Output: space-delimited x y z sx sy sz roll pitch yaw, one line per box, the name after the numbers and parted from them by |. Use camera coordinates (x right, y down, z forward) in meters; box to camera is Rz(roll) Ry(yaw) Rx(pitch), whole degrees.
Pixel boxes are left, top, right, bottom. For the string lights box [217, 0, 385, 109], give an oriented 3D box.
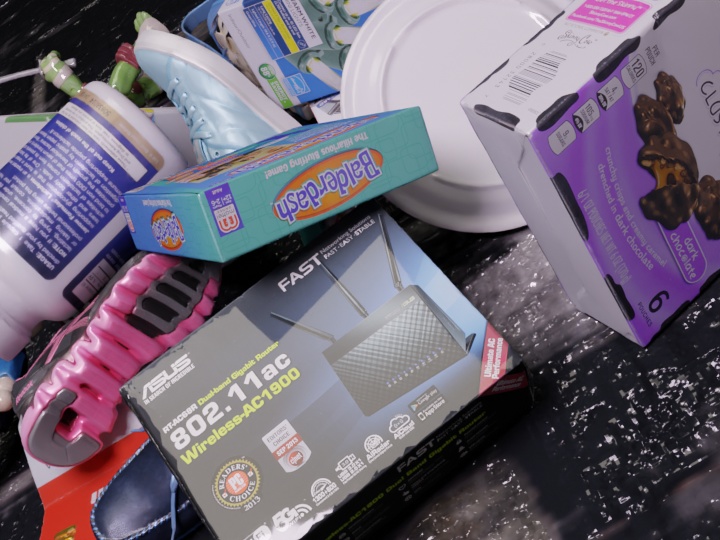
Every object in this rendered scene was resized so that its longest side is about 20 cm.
-0.003 -0.209 0.912 0.198 0.103 0.059 -13 36 30 | string lights box

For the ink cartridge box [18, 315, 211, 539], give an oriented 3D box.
-0.186 0.109 0.853 0.159 0.047 0.201 -30 32 10 | ink cartridge box

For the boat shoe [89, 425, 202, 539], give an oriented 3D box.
-0.103 0.102 0.745 0.084 0.069 0.200 39 78 24 | boat shoe

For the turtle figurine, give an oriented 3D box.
-0.303 -0.196 1.253 0.199 0.145 0.194 6 48 42 | turtle figurine

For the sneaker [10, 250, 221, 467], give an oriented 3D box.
-0.187 0.044 0.842 0.200 0.079 0.095 -49 35 -10 | sneaker

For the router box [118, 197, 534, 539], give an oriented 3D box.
-0.020 0.073 0.665 0.199 0.062 0.150 -37 57 -8 | router box

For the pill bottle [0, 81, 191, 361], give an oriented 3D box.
-0.229 -0.036 0.859 0.200 0.116 0.115 -47 34 -11 | pill bottle

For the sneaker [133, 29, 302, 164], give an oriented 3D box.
-0.121 -0.122 0.960 0.082 0.199 0.074 -54 -1 -18 | sneaker

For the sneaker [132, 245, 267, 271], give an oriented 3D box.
-0.138 -0.020 0.969 0.082 0.073 0.199 -3 3 -30 | sneaker

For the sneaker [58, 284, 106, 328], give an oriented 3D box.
-0.289 -0.024 1.046 0.076 0.116 0.200 -42 33 -1 | sneaker

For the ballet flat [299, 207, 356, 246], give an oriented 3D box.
0.000 0.000 0.815 0.063 0.076 0.201 -7 37 -12 | ballet flat

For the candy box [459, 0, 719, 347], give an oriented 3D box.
0.180 -0.088 0.648 0.200 0.168 0.071 -42 34 -8 | candy box

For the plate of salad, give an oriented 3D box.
0.084 -0.122 0.815 0.197 0.048 0.203 -1 77 4 | plate of salad

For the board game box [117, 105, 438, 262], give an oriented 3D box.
-0.062 -0.056 0.744 0.151 0.045 0.200 -24 12 -21 | board game box

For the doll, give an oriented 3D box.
-0.298 0.111 0.900 0.136 0.048 0.202 -27 40 61 | doll

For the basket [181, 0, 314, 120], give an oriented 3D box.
-0.066 -0.253 1.103 0.176 0.139 0.200 -42 43 -7 | basket

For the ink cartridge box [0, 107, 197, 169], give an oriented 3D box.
-0.225 -0.103 1.026 0.199 0.085 0.144 -11 12 -43 | ink cartridge box

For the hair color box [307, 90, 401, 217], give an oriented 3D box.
0.022 -0.133 0.945 0.110 0.064 0.201 -32 34 4 | hair color box
